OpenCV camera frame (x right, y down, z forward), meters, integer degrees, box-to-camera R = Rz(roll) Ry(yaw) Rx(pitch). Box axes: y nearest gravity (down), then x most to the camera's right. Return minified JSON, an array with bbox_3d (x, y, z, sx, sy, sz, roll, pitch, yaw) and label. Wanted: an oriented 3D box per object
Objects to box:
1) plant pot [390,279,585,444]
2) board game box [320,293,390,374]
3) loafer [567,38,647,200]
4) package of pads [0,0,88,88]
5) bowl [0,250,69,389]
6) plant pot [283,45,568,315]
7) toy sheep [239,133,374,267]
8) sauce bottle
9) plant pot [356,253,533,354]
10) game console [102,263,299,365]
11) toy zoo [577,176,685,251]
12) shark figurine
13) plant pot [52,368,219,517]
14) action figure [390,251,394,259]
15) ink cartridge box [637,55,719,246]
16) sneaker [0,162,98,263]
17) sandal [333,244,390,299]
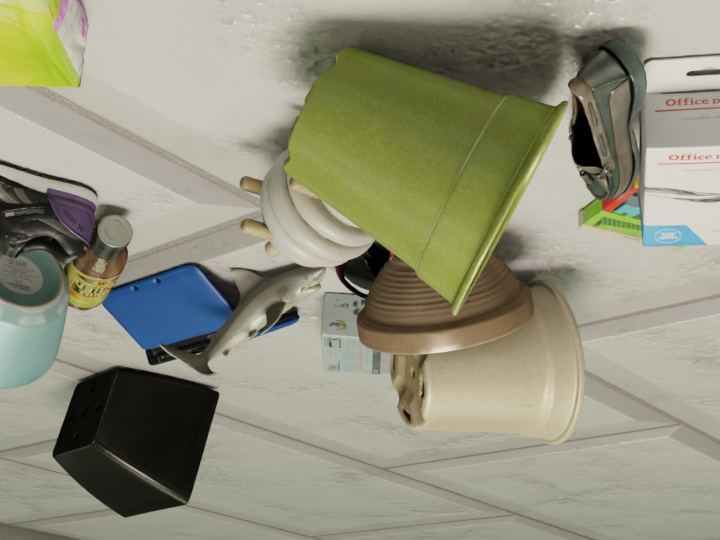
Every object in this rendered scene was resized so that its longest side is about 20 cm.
[{"bbox_3d":[0.141,0.116,1.407,0.183,0.201,0.200,-3,159,-17],"label":"plant pot"},{"bbox_3d":[0.050,0.090,1.580,0.200,0.064,0.148,4,158,1],"label":"board game box"},{"bbox_3d":[0.204,-0.122,1.034,0.063,0.072,0.200,-32,151,-11],"label":"loafer"},{"bbox_3d":[-0.303,-0.215,0.903,0.154,0.068,0.200,2,157,5],"label":"package of pads"},{"bbox_3d":[-0.422,0.026,1.370,0.201,0.201,0.105,19,132,-32],"label":"bowl"},{"bbox_3d":[0.044,-0.094,0.988,0.190,0.200,0.200,28,157,6],"label":"plant pot"},{"bbox_3d":[-0.040,-0.066,1.143,0.138,0.138,0.200,18,149,-31],"label":"toy sheep"},{"bbox_3d":[-0.313,-0.010,1.390,0.065,0.065,0.200,11,156,-18],"label":"sauce bottle"},{"bbox_3d":[0.089,0.017,1.315,0.201,0.093,0.201,-10,-167,3],"label":"plant pot"},{"bbox_3d":[-0.214,0.050,1.578,0.200,0.118,0.171,-15,-178,38],"label":"game console"},{"bbox_3d":[0.331,-0.077,1.203,0.131,0.020,0.200,11,155,-18],"label":"toy zoo"},{"bbox_3d":[-0.149,0.047,1.455,0.214,0.090,0.128,-37,-177,-11],"label":"shark figurine"},{"bbox_3d":[-0.376,0.267,1.907,0.177,0.200,0.200,34,144,-32],"label":"plant pot"},{"bbox_3d":[0.068,-0.077,1.150,0.065,0.099,0.200,5,159,0],"label":"action figure"},{"bbox_3d":[0.310,-0.102,1.055,0.116,0.067,0.200,-2,148,12],"label":"ink cartridge box"},{"bbox_3d":[-0.383,-0.062,1.247,0.200,0.088,0.076,12,156,-19],"label":"sneaker"},{"bbox_3d":[-0.001,0.000,1.392,0.075,0.048,0.200,-10,153,28],"label":"sandal"}]
